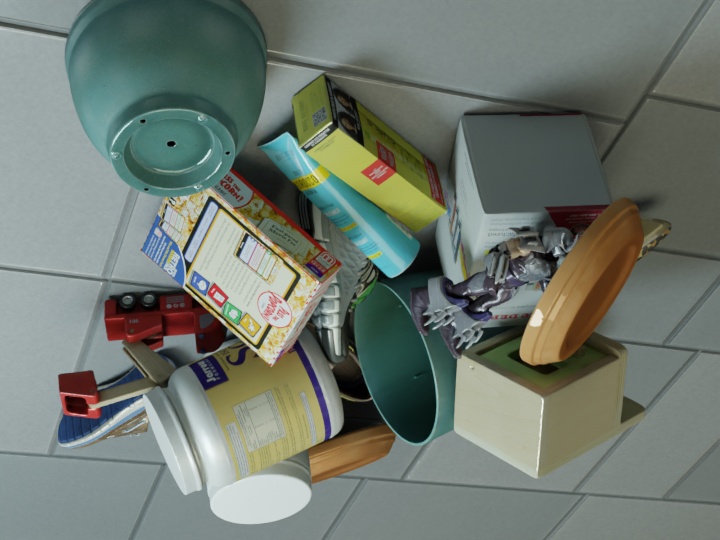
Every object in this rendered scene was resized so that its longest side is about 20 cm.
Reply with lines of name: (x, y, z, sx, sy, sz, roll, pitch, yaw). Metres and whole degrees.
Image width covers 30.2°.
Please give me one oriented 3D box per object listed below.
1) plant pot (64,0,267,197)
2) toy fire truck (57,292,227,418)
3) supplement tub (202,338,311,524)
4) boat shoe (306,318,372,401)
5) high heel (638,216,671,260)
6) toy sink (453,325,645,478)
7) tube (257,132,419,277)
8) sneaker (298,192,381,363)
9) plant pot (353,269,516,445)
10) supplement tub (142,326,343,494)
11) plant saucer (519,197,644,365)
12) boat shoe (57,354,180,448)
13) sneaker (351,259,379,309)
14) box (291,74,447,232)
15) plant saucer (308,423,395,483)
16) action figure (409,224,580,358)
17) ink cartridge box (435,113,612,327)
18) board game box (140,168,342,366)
plant pot: (-0.182, -0.157, 1.277, 0.198, 0.135, 0.201, -6, 142, -5)
toy fire truck: (-0.252, 0.096, 1.568, 0.197, 0.142, 0.049, -4, 142, -7)
supplement tub: (-0.134, 0.198, 1.670, 0.130, 0.202, 0.133, -7, 145, -5)
boat shoe: (-0.045, 0.105, 1.677, 0.072, 0.060, 0.200, -42, 136, 6)
high heel: (0.291, -0.002, 1.634, 0.198, 0.072, 0.143, -19, 148, 14)
toy sink: (0.220, 0.126, 1.504, 0.199, 0.130, 0.113, -19, 122, -37)
tube: (-0.021, -0.075, 1.428, 0.200, 0.051, 0.077, 42, 152, -18)
sneaker: (0.000, 0.000, 1.499, 0.114, 0.075, 0.202, -10, 101, -16)
plant pot: (0.108, 0.089, 1.603, 0.159, 0.201, 0.202, -16, 146, -23)
supplement tub: (-0.134, 0.158, 1.528, 0.198, 0.146, 0.146, -23, 145, -17)
plant saucer: (0.237, 0.019, 1.391, 0.200, 0.037, 0.201, -46, 159, -24)
boat shoe: (-0.302, 0.184, 1.722, 0.199, 0.073, 0.072, -28, 140, 22)
sneaker: (-0.075, 0.008, 1.550, 0.198, 0.079, 0.086, -10, 141, 0)
box: (0.011, -0.120, 1.414, 0.050, 0.076, 0.199, -32, 136, 24)
plant saucer: (-0.041, 0.258, 1.819, 0.198, 0.038, 0.200, -18, 168, -4)
action figure: (0.148, 0.012, 1.374, 0.199, 0.070, 0.129, -34, 142, 32)
ink cartridge box: (0.175, -0.052, 1.476, 0.143, 0.146, 0.201, -3, 142, -9)
board game box: (-0.132, -0.014, 1.437, 0.200, 0.046, 0.152, 41, 134, 8)
